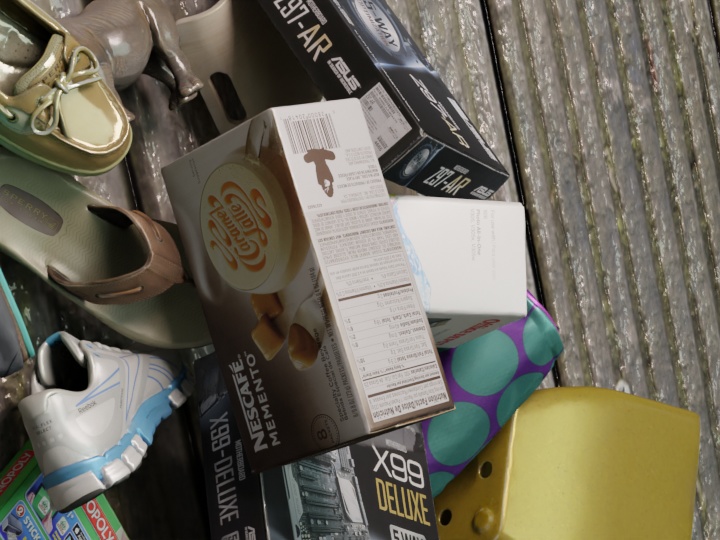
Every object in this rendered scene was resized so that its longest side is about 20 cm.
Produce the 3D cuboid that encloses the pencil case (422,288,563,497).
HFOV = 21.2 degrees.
[{"bbox_3d":[0.065,0.097,1.462,0.200,0.092,0.085,-48,131,-2],"label":"pencil case"}]

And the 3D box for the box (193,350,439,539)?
[{"bbox_3d":[-0.023,0.148,1.280,0.200,0.050,0.159,27,47,-48],"label":"box"}]

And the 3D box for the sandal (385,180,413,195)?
[{"bbox_3d":[-0.019,-0.032,1.450,0.200,0.081,0.055,-55,164,-35],"label":"sandal"}]

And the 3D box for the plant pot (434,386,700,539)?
[{"bbox_3d":[0.135,0.187,1.565,0.199,0.193,0.197,27,64,-41],"label":"plant pot"}]

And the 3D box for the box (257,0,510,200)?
[{"bbox_3d":[0.008,-0.139,1.335,0.201,0.043,0.160,57,16,22],"label":"box"}]

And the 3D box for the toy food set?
[{"bbox_3d":[-0.072,-0.188,1.416,0.144,0.060,0.201,66,34,-40],"label":"toy food set"}]

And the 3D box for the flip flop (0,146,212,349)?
[{"bbox_3d":[-0.156,-0.013,1.199,0.199,0.058,0.081,32,82,-18],"label":"flip flop"}]

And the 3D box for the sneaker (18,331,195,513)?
[{"bbox_3d":[-0.162,0.069,1.205,0.087,0.075,0.200,62,14,-12],"label":"sneaker"}]

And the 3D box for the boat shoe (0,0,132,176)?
[{"bbox_3d":[-0.211,-0.133,1.142,0.201,0.063,0.073,45,63,-16],"label":"boat shoe"}]

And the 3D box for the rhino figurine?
[{"bbox_3d":[-0.180,-0.126,1.245,0.200,0.060,0.088,-33,93,-51],"label":"rhino figurine"}]

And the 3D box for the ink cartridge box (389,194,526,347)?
[{"bbox_3d":[0.000,0.000,1.341,0.199,0.145,0.088,1,79,-19],"label":"ink cartridge box"}]

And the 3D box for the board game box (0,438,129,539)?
[{"bbox_3d":[-0.187,0.220,1.222,0.135,0.029,0.201,-54,128,-45],"label":"board game box"}]

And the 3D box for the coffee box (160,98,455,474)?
[{"bbox_3d":[-0.034,0.010,1.179,0.079,0.114,0.201,-11,82,-45],"label":"coffee box"}]

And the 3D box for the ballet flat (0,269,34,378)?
[{"bbox_3d":[-0.248,-0.024,1.132,0.073,0.073,0.201,-39,123,-50],"label":"ballet flat"}]
